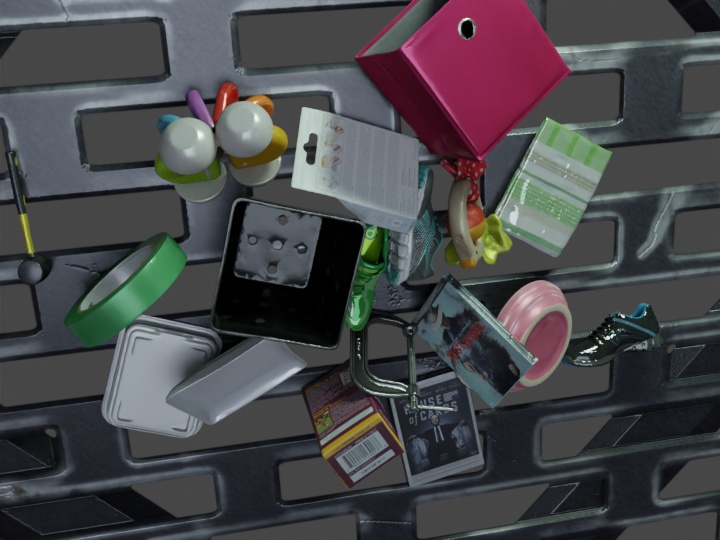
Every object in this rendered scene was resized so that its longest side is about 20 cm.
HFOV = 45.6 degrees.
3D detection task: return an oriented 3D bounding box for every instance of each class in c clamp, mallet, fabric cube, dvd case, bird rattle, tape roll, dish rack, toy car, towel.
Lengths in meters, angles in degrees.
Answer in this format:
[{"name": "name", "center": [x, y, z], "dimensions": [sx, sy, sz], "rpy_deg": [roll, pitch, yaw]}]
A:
[{"name": "c clamp", "center": [0.061, 0.148, 1.408], "dimensions": [0.169, 0.202, 0.027], "rpy_deg": [4, 139, -12]}, {"name": "mallet", "center": [-0.506, -0.075, 1.283], "dimensions": [0.041, 0.066, 0.203], "rpy_deg": [-9, 108, -7]}, {"name": "fabric cube", "center": [0.145, -0.304, 1.261], "dimensions": [0.196, 0.200, 0.200], "rpy_deg": [-43, 110, -6]}, {"name": "dvd case", "center": [0.136, 0.279, 1.540], "dimensions": [0.148, 0.025, 0.202], "rpy_deg": [-16, 110, -7]}, {"name": "bird rattle", "center": [0.176, -0.093, 1.357], "dimensions": [0.111, 0.163, 0.202], "rpy_deg": [0, 118, 16]}, {"name": "tape roll", "center": [-0.348, 0.027, 1.274], "dimensions": [0.200, 0.201, 0.048], "rpy_deg": [-39, 111, 2]}, {"name": "dish rack", "center": [-0.327, 0.183, 1.410], "dimensions": [0.170, 0.044, 0.202], "rpy_deg": [13, 103, -14]}, {"name": "toy car", "center": [-0.214, -0.201, 1.270], "dimensions": [0.198, 0.175, 0.152], "rpy_deg": [-17, 75, -5]}, {"name": "towel", "center": [0.322, -0.139, 1.452], "dimensions": [0.148, 0.031, 0.202], "rpy_deg": [24, 99, -19]}, {"name": "dvd case", "center": [0.181, 0.117, 1.407], "dimensions": [0.200, 0.022, 0.146], "rpy_deg": [46, 139, 14]}]

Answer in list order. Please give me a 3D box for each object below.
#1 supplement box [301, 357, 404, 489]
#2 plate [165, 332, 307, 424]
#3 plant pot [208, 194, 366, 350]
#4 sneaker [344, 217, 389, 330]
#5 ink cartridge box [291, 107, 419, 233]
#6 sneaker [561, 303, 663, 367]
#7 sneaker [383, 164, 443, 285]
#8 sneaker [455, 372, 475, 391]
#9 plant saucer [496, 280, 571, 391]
[{"name": "supplement box", "center": [-0.016, 0.244, 1.403], "dimensions": [0.110, 0.200, 0.086], "rpy_deg": [-33, 116, 1]}, {"name": "plate", "center": [-0.198, 0.170, 1.381], "dimensions": [0.198, 0.200, 0.032], "rpy_deg": [-32, 66, -1]}, {"name": "plant pot", "center": [-0.122, -0.015, 1.319], "dimensions": [0.197, 0.178, 0.202], "rpy_deg": [10, 104, -15]}, {"name": "sneaker", "center": [0.000, 0.000, 1.391], "dimensions": [0.073, 0.084, 0.203], "rpy_deg": [11, 99, -5]}, {"name": "ink cartridge box", "center": [-0.008, -0.154, 1.316], "dimensions": [0.198, 0.162, 0.047], "rpy_deg": [13, 147, -13]}, {"name": "sneaker", "center": [0.443, 0.118, 1.535], "dimensions": [0.198, 0.073, 0.083], "rpy_deg": [-16, 99, -15]}, {"name": "sneaker", "center": [0.098, -0.073, 1.411], "dimensions": [0.090, 0.078, 0.202], "rpy_deg": [2, 110, -29]}, {"name": "sneaker", "center": [0.198, 0.133, 1.463], "dimensions": [0.077, 0.086, 0.201], "rpy_deg": [-40, 114, -27]}, {"name": "plant saucer", "center": [0.295, 0.119, 1.460], "dimensions": [0.199, 0.051, 0.203], "rpy_deg": [-21, 124, -35]}]
